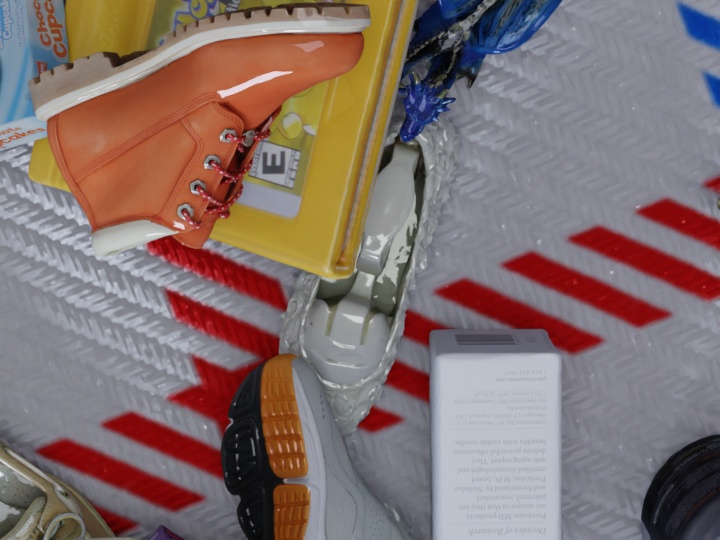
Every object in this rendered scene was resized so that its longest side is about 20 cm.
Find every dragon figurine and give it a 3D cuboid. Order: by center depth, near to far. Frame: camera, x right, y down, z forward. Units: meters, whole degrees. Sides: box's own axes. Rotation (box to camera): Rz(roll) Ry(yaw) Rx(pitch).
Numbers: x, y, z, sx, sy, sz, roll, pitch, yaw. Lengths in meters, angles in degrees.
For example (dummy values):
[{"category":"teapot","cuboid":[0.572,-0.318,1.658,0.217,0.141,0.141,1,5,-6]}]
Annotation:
[{"category":"dragon figurine","cuboid":[0.072,-0.150,1.333,0.059,0.099,0.200,44,93,-5]}]

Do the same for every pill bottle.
[{"category":"pill bottle","cuboid":[0.212,0.155,1.316,0.105,0.200,0.107,0,96,1]}]

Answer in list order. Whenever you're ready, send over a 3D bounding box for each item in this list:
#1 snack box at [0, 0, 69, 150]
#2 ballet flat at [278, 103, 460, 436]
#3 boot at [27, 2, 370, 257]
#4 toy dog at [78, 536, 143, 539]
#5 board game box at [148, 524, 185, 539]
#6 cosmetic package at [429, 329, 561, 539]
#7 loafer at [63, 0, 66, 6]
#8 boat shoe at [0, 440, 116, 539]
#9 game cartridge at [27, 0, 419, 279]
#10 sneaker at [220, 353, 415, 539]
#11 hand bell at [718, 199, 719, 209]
[{"category":"snack box","cuboid":[-0.217,-0.161,1.312,0.116,0.037,0.202,-14,75,29]},{"category":"ballet flat","cuboid":[0.000,0.000,1.368,0.071,0.072,0.201,17,97,-2]},{"category":"boot","cuboid":[-0.069,-0.070,1.204,0.199,0.075,0.108,-17,86,35]},{"category":"toy dog","cuboid":[-0.107,0.255,1.329,0.193,0.139,0.202,-10,114,-24]},{"category":"board game box","cuboid":[-0.126,0.257,1.399,0.120,0.032,0.200,36,95,-26]},{"category":"cosmetic package","cuboid":[0.075,0.138,1.365,0.071,0.101,0.202,0,97,0]},{"category":"loafer","cuboid":[-0.160,-0.112,1.353,0.070,0.070,0.200,-42,94,5]},{"category":"boat shoe","cuboid":[-0.210,0.130,1.383,0.073,0.063,0.201,-41,95,4]},{"category":"game cartridge","cuboid":[-0.072,-0.106,1.257,0.199,0.032,0.178,17,97,27]},{"category":"sneaker","cuboid":[-0.015,0.141,1.380,0.092,0.075,0.202,-18,101,-41]},{"category":"hand bell","cuboid":[0.276,-0.115,1.350,0.103,0.104,0.201,18,83,-2]}]
